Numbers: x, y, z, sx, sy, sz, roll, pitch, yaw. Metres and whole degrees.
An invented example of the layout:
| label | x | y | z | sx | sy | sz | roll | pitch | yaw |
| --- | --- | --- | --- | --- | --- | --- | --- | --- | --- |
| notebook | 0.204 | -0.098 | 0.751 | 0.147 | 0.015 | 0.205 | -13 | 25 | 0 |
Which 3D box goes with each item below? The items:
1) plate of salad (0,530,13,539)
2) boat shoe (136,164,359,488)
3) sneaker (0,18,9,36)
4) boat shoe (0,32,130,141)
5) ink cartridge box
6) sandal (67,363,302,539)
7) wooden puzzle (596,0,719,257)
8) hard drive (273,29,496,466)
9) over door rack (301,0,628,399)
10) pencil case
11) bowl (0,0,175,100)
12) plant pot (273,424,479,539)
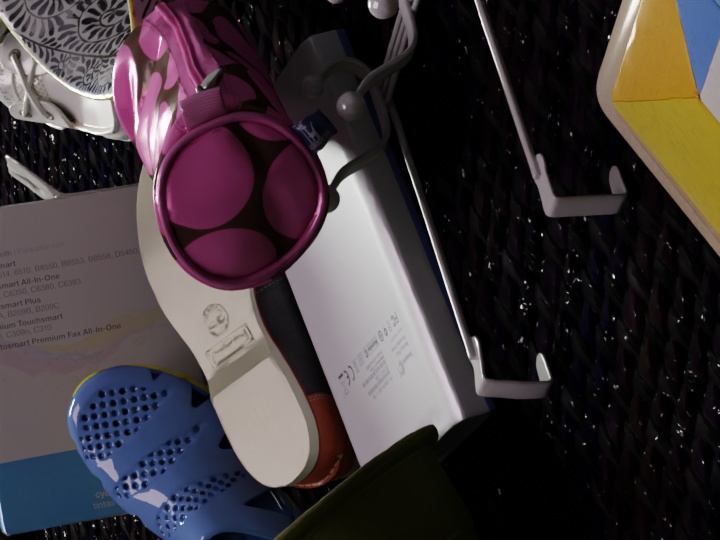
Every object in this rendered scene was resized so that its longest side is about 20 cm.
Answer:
| label | x | y | z | sx | sy | sz | roll | pitch | yaw |
| --- | --- | --- | --- | --- | --- | --- | --- | --- | --- |
| plate of salad | -0.291 | 0.190 | 2.206 | 0.200 | 0.048 | 0.201 | -162 | 70 | -63 |
| boat shoe | -0.056 | 0.019 | 1.561 | 0.071 | 0.062 | 0.201 | -32 | 73 | 31 |
| sneaker | -0.175 | -0.205 | 1.697 | 0.075 | 0.084 | 0.200 | 50 | 130 | 0 |
| boat shoe | -0.182 | -0.112 | 1.757 | 0.200 | 0.069 | 0.071 | 26 | 125 | 59 |
| ink cartridge box | -0.153 | 0.035 | 1.660 | 0.129 | 0.124 | 0.201 | 162 | 99 | -83 |
| sandal | -0.071 | 0.126 | 1.555 | 0.200 | 0.080 | 0.087 | 42 | -171 | -1 |
| wooden puzzle | 0.148 | -0.067 | 1.096 | 0.200 | 0.037 | 0.185 | 59 | 152 | 32 |
| hard drive | 0.000 | 0.000 | 1.476 | 0.201 | 0.025 | 0.132 | 68 | 155 | 14 |
| over door rack | 0.031 | -0.058 | 1.324 | 0.201 | 0.066 | 0.148 | 61 | 154 | 28 |
| pencil case | -0.069 | -0.067 | 1.399 | 0.094 | 0.091 | 0.200 | 58 | 179 | -22 |
| bowl | -0.136 | -0.197 | 1.555 | 0.201 | 0.094 | 0.201 | 43 | 150 | 33 |
| plant pot | 0.020 | 0.207 | 1.366 | 0.190 | 0.200 | 0.200 | 49 | 151 | 9 |
